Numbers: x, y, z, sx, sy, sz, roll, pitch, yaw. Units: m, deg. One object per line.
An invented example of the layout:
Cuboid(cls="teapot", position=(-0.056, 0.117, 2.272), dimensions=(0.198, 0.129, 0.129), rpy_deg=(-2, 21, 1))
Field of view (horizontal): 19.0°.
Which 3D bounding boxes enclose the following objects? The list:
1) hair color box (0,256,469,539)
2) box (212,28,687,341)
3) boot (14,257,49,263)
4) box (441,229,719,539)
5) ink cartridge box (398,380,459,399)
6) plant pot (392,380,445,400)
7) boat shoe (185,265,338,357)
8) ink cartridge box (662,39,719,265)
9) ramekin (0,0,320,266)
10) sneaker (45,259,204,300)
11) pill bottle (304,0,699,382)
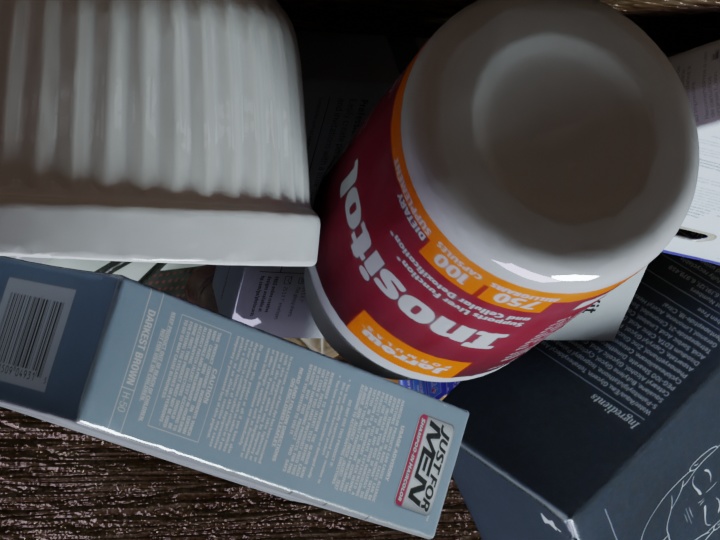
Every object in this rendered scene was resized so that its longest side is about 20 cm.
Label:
Cuboid(cls="hair color box", position=(-0.060, 0.054, 0.894), dimensions=(0.199, 0.061, 0.099), rpy_deg=(24, 170, -41))
Cuboid(cls="box", position=(0.045, -0.034, 0.980), dimensions=(0.198, 0.157, 0.041), rpy_deg=(1, -136, -20))
Cuboid(cls="boot", position=(-0.148, -0.038, 1.016), dimensions=(0.095, 0.074, 0.200), rpy_deg=(-39, 160, 15))
Cuboid(cls="box", position=(0.153, 0.075, 1.105), dimensions=(0.107, 0.200, 0.149), rpy_deg=(33, 158, 39))
Cuboid(cls="ink cartridge box", position=(0.100, -0.004, 1.116), dimensions=(0.199, 0.120, 0.042), rpy_deg=(-28, -139, -29))
Cuboid(cls="plant pot", position=(0.068, -0.017, 1.259), dimensions=(0.198, 0.202, 0.183), rpy_deg=(3, 170, 8))
Cuboid(cls="boat shoe", position=(0.000, 0.000, 1.103), dimensions=(0.199, 0.073, 0.072), rpy_deg=(-17, -146, -35))
Cuboid(cls="ink cartridge box", position=(0.182, -0.048, 0.918), dimensions=(0.199, 0.041, 0.199), rpy_deg=(12, 162, -36))
Cuboid(cls="ramekin", position=(-0.112, -0.058, 0.823), dimensions=(0.198, 0.106, 0.200), rpy_deg=(3, -179, 0))
Cuboid(cls="sneaker", position=(-0.118, 0.007, 1.145), dimensions=(0.199, 0.099, 0.071), rpy_deg=(-19, 174, 8))
Cuboid(cls="pill bottle", position=(0.043, -0.021, 0.838), dimensions=(0.112, 0.114, 0.200), rpy_deg=(2, 162, -16))
